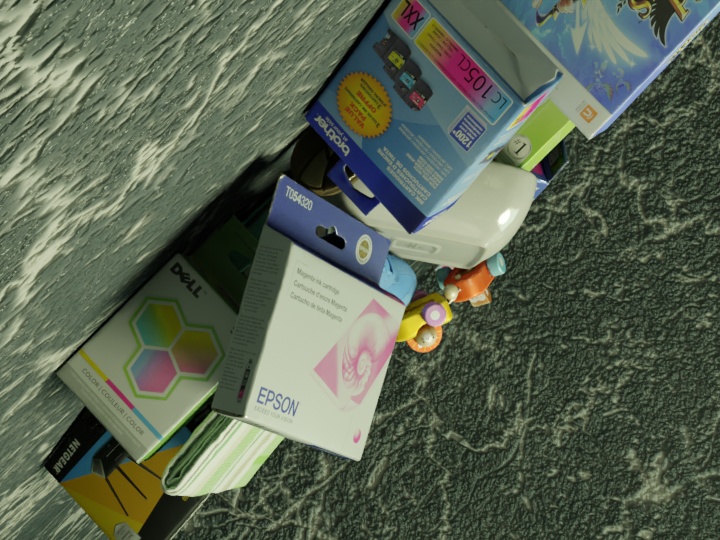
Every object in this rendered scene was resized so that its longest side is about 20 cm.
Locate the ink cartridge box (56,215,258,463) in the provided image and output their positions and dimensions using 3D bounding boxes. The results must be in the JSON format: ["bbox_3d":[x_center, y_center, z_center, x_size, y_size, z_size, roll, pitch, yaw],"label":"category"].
[{"bbox_3d":[-0.148,0.056,1.407,0.200,0.104,0.059,-44,175,-1],"label":"ink cartridge box"}]

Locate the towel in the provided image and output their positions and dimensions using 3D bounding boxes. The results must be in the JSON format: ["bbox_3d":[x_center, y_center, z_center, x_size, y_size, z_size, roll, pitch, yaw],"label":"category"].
[{"bbox_3d":[-0.101,0.138,1.486,0.149,0.031,0.200,-49,167,5],"label":"towel"}]

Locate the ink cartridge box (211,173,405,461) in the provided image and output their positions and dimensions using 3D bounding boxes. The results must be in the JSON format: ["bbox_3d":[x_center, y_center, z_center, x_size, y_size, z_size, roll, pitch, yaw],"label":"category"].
[{"bbox_3d":[-0.032,0.045,1.393,0.196,0.043,0.202,28,77,-57],"label":"ink cartridge box"}]

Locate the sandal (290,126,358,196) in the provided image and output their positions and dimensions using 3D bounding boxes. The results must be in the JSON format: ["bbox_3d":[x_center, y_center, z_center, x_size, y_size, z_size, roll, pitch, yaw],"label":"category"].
[{"bbox_3d":[0.027,-0.126,1.427,0.200,0.082,0.055,-40,160,-12],"label":"sandal"}]

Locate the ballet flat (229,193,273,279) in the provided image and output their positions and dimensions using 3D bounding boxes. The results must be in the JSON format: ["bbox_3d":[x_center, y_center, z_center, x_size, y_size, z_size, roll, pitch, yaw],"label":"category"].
[{"bbox_3d":[-0.122,0.019,1.496,0.200,0.070,0.067,-44,173,-12],"label":"ballet flat"}]

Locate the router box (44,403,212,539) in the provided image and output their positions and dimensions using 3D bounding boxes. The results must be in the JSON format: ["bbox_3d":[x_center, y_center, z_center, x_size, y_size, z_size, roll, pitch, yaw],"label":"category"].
[{"bbox_3d":[-0.215,0.186,1.650,0.051,0.149,0.200,-37,170,-50],"label":"router box"}]

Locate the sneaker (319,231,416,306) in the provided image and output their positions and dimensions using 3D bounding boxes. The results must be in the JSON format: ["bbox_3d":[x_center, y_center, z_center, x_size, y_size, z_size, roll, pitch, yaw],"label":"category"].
[{"bbox_3d":[0.000,0.000,1.513,0.199,0.066,0.079,-1,137,-52],"label":"sneaker"}]

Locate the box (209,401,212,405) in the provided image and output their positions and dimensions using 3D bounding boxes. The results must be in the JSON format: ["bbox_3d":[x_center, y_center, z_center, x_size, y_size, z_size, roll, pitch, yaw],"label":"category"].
[{"bbox_3d":[-0.128,0.108,1.746,0.159,0.049,0.200,-41,-156,-7],"label":"box"}]

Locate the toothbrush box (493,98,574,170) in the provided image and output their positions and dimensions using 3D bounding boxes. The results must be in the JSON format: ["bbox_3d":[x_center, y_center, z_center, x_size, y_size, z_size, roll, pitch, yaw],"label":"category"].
[{"bbox_3d":[0.161,-0.200,1.553,0.200,0.146,0.086,-43,174,-2],"label":"toothbrush box"}]

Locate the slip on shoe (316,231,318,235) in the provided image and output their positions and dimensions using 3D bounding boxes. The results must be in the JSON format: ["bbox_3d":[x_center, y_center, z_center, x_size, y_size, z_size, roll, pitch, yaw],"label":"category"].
[{"bbox_3d":[-0.097,0.019,1.725,0.200,0.061,0.074,-46,172,-11],"label":"slip on shoe"}]

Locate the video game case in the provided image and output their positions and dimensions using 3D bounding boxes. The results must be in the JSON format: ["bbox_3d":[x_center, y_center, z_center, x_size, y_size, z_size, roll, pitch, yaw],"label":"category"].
[{"bbox_3d":[0.185,-0.235,1.279,0.200,0.181,0.045,-47,173,27],"label":"video game case"}]

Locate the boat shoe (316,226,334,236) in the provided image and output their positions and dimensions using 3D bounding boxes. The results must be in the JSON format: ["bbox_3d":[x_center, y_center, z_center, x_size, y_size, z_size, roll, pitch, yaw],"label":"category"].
[{"bbox_3d":[-0.004,-0.027,1.709,0.071,0.069,0.201,-44,151,-40],"label":"boat shoe"}]

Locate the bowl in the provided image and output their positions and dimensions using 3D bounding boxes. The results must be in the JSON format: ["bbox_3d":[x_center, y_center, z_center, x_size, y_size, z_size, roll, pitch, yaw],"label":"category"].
[{"bbox_3d":[0.055,-0.057,1.537,0.200,0.198,0.075,117,-17,-79],"label":"bowl"}]

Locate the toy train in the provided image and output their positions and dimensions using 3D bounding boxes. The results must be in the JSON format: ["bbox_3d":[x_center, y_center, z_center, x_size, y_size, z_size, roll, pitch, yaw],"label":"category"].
[{"bbox_3d":[0.049,0.046,1.647,0.198,0.056,0.150,-18,-165,19],"label":"toy train"}]

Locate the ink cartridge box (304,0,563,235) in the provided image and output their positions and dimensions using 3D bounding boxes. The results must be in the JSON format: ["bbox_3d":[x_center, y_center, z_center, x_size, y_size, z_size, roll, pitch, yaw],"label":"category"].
[{"bbox_3d":[0.048,-0.127,1.318,0.076,0.137,0.200,-35,169,-46],"label":"ink cartridge box"}]

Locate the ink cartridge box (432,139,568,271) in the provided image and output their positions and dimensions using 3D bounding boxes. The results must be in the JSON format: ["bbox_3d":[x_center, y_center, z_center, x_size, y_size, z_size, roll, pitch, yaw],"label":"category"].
[{"bbox_3d":[0.133,-0.098,1.688,0.200,0.042,0.120,-46,-142,41],"label":"ink cartridge box"}]
